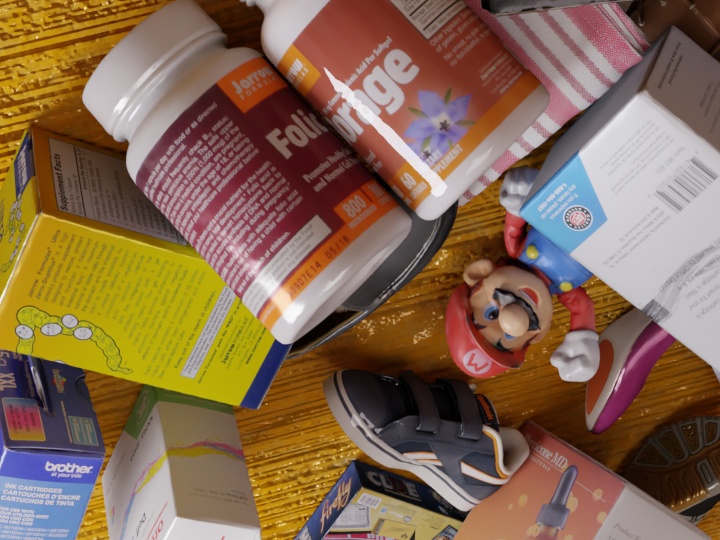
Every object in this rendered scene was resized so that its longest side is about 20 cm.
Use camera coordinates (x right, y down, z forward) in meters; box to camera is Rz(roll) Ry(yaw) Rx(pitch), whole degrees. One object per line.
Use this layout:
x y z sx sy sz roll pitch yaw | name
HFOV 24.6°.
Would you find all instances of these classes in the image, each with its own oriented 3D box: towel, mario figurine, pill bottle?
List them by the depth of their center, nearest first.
0.012 -0.137 1.008 0.200 0.112 0.112 46 107 0 | pill bottle
-0.072 -0.064 1.026 0.114 0.114 0.200 -44 85 17 | pill bottle
0.070 -0.137 1.077 0.200 0.030 0.146 -39 100 25 | towel
0.140 0.002 1.185 0.200 0.124 0.106 -48 150 13 | mario figurine

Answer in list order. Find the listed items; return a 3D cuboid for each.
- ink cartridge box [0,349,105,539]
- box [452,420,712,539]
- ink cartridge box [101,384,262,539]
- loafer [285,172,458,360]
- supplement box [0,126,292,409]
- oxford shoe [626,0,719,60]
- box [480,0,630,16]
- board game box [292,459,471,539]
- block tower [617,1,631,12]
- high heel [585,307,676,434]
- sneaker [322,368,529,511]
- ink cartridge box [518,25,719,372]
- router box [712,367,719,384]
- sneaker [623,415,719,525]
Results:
-0.240 0.132 1.157 0.076 0.137 0.201 9 122 -27 | ink cartridge box
0.151 0.247 1.302 0.106 0.152 0.201 33 88 -29 | box
-0.130 0.181 1.183 0.067 0.201 0.118 14 120 -24 | ink cartridge box
0.000 0.000 1.122 0.073 0.073 0.200 35 138 -5 | loafer
-0.145 0.000 1.108 0.198 0.109 0.110 16 119 -25 | supplement box
0.213 -0.178 1.109 0.070 0.072 0.201 7 124 -14 | oxford shoe
0.162 -0.264 0.985 0.198 0.050 0.201 -7 103 -1 | box
0.042 0.244 1.382 0.199 0.035 0.136 23 116 -29 | board game box
0.159 -0.212 1.077 0.057 0.054 0.201 18 118 -25 | block tower
0.245 0.050 1.277 0.095 0.068 0.201 16 116 -13 | high heel
0.054 0.114 1.267 0.079 0.079 0.200 -37 137 18 | sneaker
0.229 -0.038 1.083 0.199 0.084 0.145 37 137 -6 | ink cartridge box
0.348 0.026 1.261 0.179 0.049 0.200 -37 140 0 | router box
0.260 0.196 1.394 0.087 0.076 0.200 29 123 -37 | sneaker
